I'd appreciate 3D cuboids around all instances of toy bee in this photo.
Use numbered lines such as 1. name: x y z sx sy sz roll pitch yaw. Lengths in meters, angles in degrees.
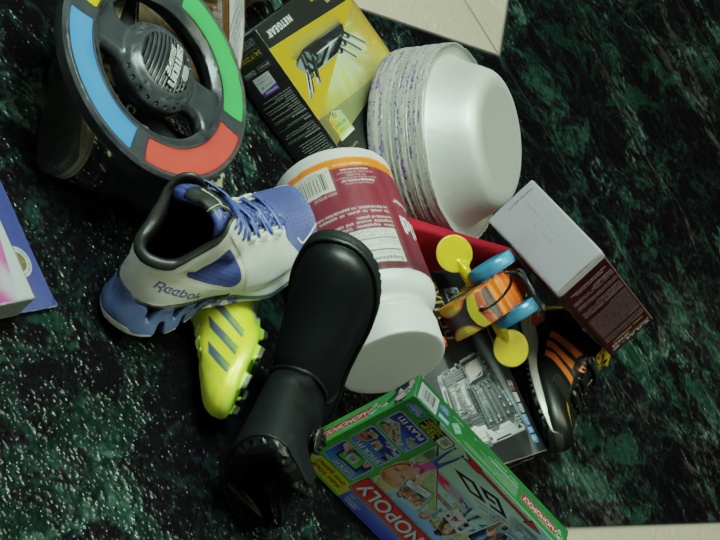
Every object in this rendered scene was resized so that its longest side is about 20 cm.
1. toy bee: 0.107 0.025 1.648 0.131 0.109 0.200 62 6 19

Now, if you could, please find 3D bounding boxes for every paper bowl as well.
1. paper bowl: 0.093 -0.127 1.765 0.201 0.104 0.201 -5 90 -66

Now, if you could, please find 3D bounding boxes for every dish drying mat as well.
1. dish drying mat: 0.068 -0.016 1.726 0.200 0.077 0.018 15 48 -48

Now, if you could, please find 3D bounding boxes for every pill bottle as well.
1. pill bottle: 0.000 0.000 1.560 0.114 0.114 0.200 21 40 -45

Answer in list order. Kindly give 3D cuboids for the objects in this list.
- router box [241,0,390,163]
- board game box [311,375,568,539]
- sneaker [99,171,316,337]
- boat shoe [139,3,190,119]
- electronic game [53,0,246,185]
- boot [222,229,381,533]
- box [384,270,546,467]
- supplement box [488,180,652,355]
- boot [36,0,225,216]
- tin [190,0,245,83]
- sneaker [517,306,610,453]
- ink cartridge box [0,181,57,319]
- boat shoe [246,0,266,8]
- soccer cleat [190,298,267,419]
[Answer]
1. router box: -0.037 -0.193 1.747 0.157 0.052 0.200 54 33 -10
2. board game box: 0.062 0.189 1.497 0.200 0.135 0.029 47 34 -19
3. sneaker: -0.107 -0.027 1.395 0.199 0.115 0.081 -27 66 -37
4. boat shoe: -0.193 -0.226 1.544 0.065 0.072 0.200 55 15 -87
5. electronic game: -0.165 -0.162 1.418 0.200 0.042 0.200 29 50 -41
6. boot: -0.046 0.089 1.397 0.076 0.200 0.168 17 35 4
7. box: 0.082 0.100 1.674 0.158 0.050 0.200 -5 69 -56
8. supplement box: 0.205 0.000 1.712 0.109 0.061 0.200 49 5 30
9. boot: -0.182 -0.132 1.475 0.154 0.073 0.204 33 49 -34
10. tin: -0.125 -0.239 1.556 0.112 0.042 0.200 -75 171 -51
11. sneaker: 0.209 0.100 1.772 0.200 0.090 0.070 -95 176 -54
12. ink cartridge box: -0.312 -0.054 1.267 0.200 0.043 0.196 -14 76 -56
13. boat shoe: -0.134 -0.282 1.684 0.068 0.072 0.200 31 37 18
14. soccer cleat: -0.117 0.036 1.461 0.084 0.065 0.200 15 50 -10
